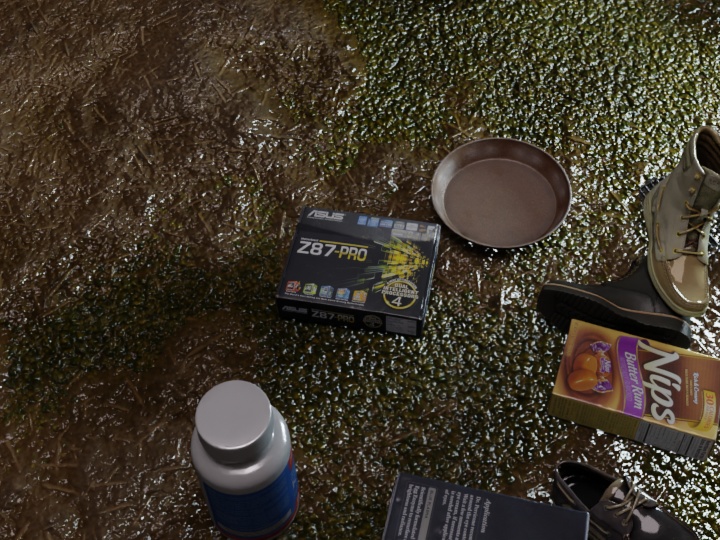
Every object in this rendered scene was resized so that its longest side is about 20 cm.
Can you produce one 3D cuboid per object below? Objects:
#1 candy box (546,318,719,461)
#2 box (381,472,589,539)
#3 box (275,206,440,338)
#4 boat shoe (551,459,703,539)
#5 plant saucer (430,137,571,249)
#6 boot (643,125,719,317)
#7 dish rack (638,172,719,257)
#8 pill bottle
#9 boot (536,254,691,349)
[{"bbox_3d":[0.338,0.143,1.319,0.196,0.057,0.118,15,54,12],"label":"candy box"},{"bbox_3d":[0.120,0.321,1.106,0.196,0.198,0.119,11,53,10],"label":"box"},{"bbox_3d":[0.000,0.000,1.444,0.196,0.050,0.163,9,51,9],"label":"box"},{"bbox_3d":[0.280,0.266,1.175,0.074,0.074,0.198,-42,35,-25],"label":"boat shoe"},{"bbox_3d":[0.196,-0.103,1.521,0.196,0.035,0.203,-1,53,1],"label":"plant saucer"},{"bbox_3d":[0.418,-0.061,1.345,0.071,0.156,0.203,6,55,-11],"label":"boot"},{"bbox_3d":[0.487,-0.088,1.487,0.197,0.055,0.155,-22,54,-11],"label":"dish rack"},{"bbox_3d":[-0.128,0.211,1.196,0.110,0.202,0.114,-1,53,1],"label":"pill bottle"},{"bbox_3d":[0.332,0.023,1.405,0.196,0.078,0.140,19,51,0],"label":"boot"}]
